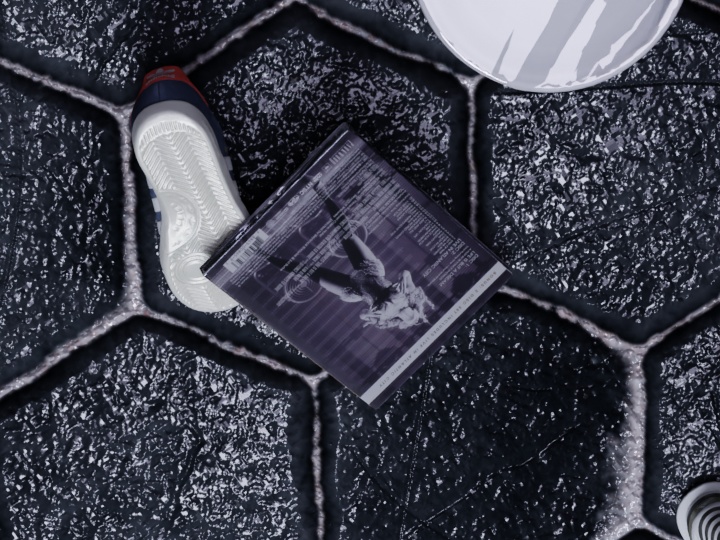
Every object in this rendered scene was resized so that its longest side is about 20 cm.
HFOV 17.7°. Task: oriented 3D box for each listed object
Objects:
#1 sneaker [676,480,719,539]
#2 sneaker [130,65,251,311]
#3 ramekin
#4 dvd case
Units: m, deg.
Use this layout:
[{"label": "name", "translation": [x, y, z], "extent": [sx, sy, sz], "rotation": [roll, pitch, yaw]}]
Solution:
[{"label": "sneaker", "translation": [0.322, 0.261, 1.779], "extent": [0.076, 0.115, 0.201], "rotation": [-40, 108, 7]}, {"label": "sneaker", "translation": [-0.118, -0.061, 1.659], "extent": [0.074, 0.085, 0.201], "rotation": [-10, 133, -1]}, {"label": "ramekin", "translation": [0.127, -0.232, 1.613], "extent": [0.201, 0.094, 0.204], "rotation": [-2, 107, -5]}, {"label": "dvd case", "translation": [0.000, 0.000, 1.681], "extent": [0.149, 0.016, 0.200], "rotation": [-45, 126, 8]}]
